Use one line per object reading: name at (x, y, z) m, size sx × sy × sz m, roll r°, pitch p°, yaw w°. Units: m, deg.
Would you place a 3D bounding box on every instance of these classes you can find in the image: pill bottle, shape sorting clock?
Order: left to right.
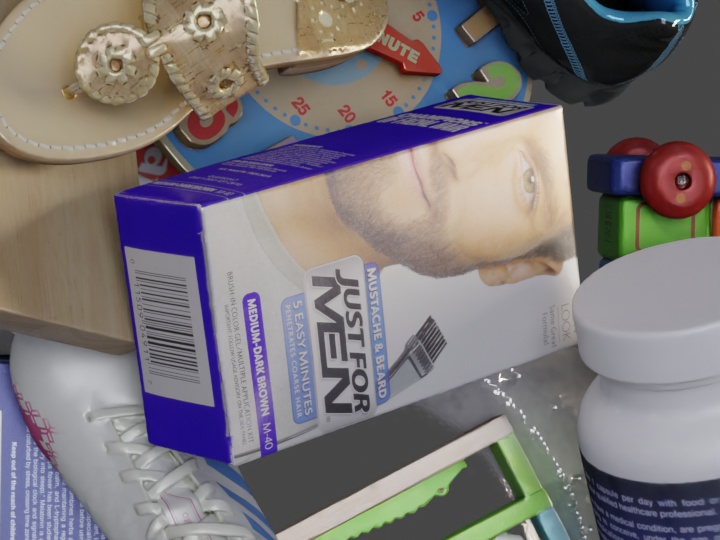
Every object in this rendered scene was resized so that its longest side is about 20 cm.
shape sorting clock at (-0.013, -0.110, 1.264) m, size 0.200 × 0.039 × 0.200 m, roll 7°, pitch 72°, yaw -23°
pill bottle at (0.155, 0.094, 1.218) m, size 0.116 × 0.116 × 0.200 m, roll -20°, pitch 113°, yaw -11°

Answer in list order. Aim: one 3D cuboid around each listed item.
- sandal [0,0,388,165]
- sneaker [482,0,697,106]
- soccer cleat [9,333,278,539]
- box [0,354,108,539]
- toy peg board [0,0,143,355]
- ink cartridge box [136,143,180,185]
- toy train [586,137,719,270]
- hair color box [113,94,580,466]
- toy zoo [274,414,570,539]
sandal at (-0.057, -0.104, 1.154) m, size 0.211 × 0.070 × 0.078 m, roll -20°, pitch 85°, yaw -41°
sneaker at (0.061, -0.157, 1.248) m, size 0.200 × 0.082 × 0.073 m, roll 35°, pitch 60°, yaw -16°
soccer cleat at (-0.074, 0.098, 1.188) m, size 0.070 × 0.086 × 0.200 m, roll -35°, pitch 96°, yaw -7°
box at (-0.163, 0.096, 1.232) m, size 0.200 × 0.032 × 0.121 m, roll 1°, pitch 91°, yaw -9°
toy peg board at (-0.190, -0.068, 1.143) m, size 0.098 × 0.199 × 0.200 m, roll -17°, pitch 71°, yaw 31°
ink cartridge box at (-0.138, -0.062, 1.250) m, size 0.200 × 0.050 × 0.162 m, roll 26°, pitch 81°, yaw -3°
toy train at (0.203, 0.000, 1.292) m, size 0.200 × 0.085 × 0.116 m, roll 1°, pitch 94°, yaw -10°
hair color box at (0.000, 0.000, 1.191) m, size 0.200 × 0.065 × 0.110 m, roll -19°, pitch 108°, yaw -39°
toy zoo at (0.053, 0.182, 1.272) m, size 0.131 × 0.020 × 0.200 m, roll -26°, pitch 89°, yaw -11°
